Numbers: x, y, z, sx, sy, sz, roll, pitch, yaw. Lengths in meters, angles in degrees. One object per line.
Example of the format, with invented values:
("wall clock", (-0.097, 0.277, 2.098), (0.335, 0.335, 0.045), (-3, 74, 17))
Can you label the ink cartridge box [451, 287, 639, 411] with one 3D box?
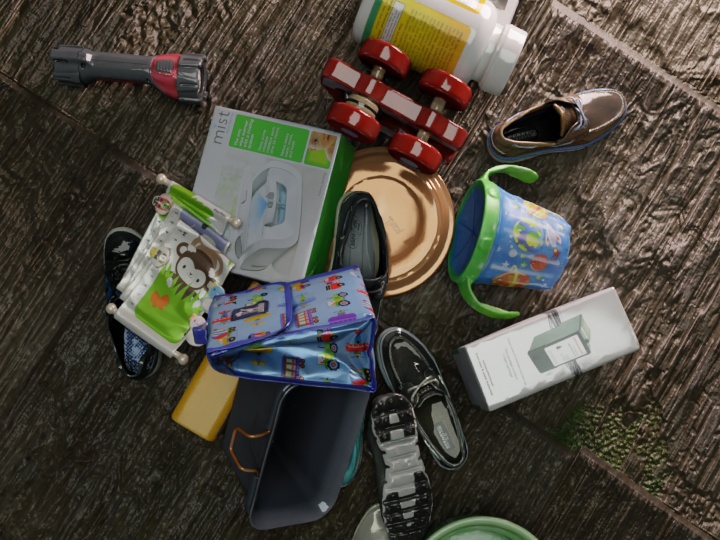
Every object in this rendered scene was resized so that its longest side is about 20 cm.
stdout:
("ink cartridge box", (0.226, 0.100, 1.117), (0.198, 0.146, 0.085), (-21, 84, -4))

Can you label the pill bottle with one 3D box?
("pill bottle", (0.099, -0.296, 1.097), (0.198, 0.113, 0.114), (24, 84, 0))

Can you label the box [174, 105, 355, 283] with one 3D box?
("box", (-0.119, -0.087, 1.138), (0.174, 0.097, 0.202), (15, 87, 11))

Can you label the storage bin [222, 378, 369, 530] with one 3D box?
("storage bin", (-0.100, 0.185, 1.069), (0.144, 0.134, 0.202), (1, 114, -37))

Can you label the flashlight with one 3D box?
("flashlight", (-0.305, -0.263, 1.189), (0.197, 0.068, 0.068), (5, 118, 4))

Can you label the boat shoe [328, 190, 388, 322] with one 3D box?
("boat shoe", (0.002, 0.000, 1.114), (0.074, 0.066, 0.202), (5, 89, -18))

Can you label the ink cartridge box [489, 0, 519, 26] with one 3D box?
("ink cartridge box", (0.150, -0.399, 1.196), (0.145, 0.083, 0.202), (20, 84, 1))

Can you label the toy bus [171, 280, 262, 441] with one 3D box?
("toy bus", (-0.163, 0.113, 1.142), (0.065, 0.078, 0.201), (29, 85, 2))

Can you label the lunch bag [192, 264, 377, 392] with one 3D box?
("lunch bag", (-0.089, 0.069, 1.004), (0.197, 0.151, 0.095), (-4, 113, -7))

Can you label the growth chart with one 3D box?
("growth chart", (-0.225, 0.000, 1.091), (0.143, 0.018, 0.202), (24, 90, 10))

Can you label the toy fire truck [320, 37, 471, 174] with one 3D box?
("toy fire truck", (0.040, -0.196, 1.118), (0.198, 0.168, 0.113), (26, 86, -4))

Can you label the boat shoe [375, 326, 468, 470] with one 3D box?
("boat shoe", (0.086, 0.160, 1.142), (0.072, 0.071, 0.201), (-30, 84, -8))

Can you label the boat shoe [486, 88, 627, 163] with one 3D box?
("boat shoe", (0.268, -0.194, 1.182), (0.198, 0.072, 0.073), (-22, 85, -3))

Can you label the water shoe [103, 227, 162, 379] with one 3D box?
("water shoe", (-0.293, 0.039, 1.147), (0.071, 0.079, 0.203), (-12, 84, -2))

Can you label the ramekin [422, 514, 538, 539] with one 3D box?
("ramekin", (0.146, 0.402, 1.108), (0.197, 0.098, 0.203), (0, 84, -1))

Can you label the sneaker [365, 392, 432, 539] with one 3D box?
("sneaker", (0.046, 0.247, 1.130), (0.066, 0.090, 0.203), (-9, 95, -9))

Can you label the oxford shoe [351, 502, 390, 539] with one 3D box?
("oxford shoe", (0.011, 0.396, 1.128), (0.074, 0.058, 0.202), (18, 82, 5))

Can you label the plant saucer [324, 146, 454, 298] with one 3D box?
("plant saucer", (0.026, -0.065, 1.177), (0.198, 0.032, 0.203), (0, 84, 5))

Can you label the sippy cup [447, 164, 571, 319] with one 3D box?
("sippy cup", (0.194, -0.036, 1.144), (0.129, 0.140, 0.180), (13, 109, -10))

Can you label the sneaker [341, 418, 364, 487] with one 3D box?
("sneaker", (-0.022, 0.174, 1.138), (0.076, 0.080, 0.203), (-3, 84, -1))
